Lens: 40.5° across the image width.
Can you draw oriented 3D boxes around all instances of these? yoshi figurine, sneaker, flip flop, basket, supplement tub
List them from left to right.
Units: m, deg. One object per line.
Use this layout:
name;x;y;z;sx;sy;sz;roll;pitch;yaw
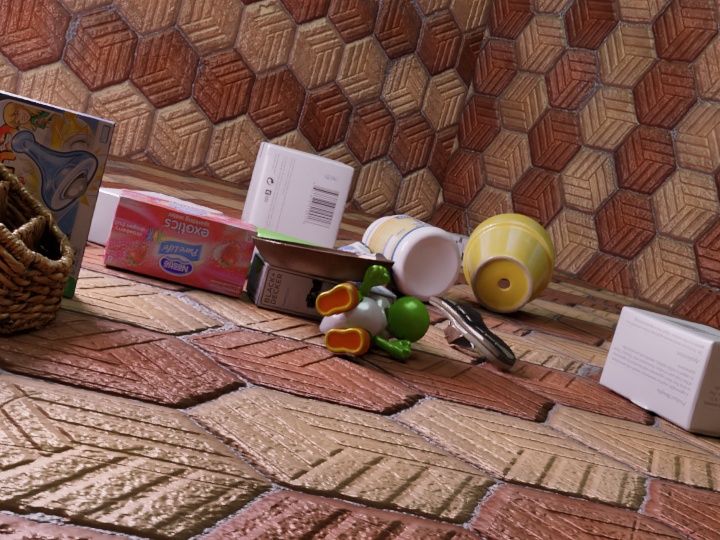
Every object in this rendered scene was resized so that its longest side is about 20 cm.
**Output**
basket;-0.347;-0.036;0.944;0.142;0.150;0.200;15;6;-9
sneaker;0.000;0.000;1.864;0.076;0.076;0.200;-11;17;-21
yoshi figurine;0.028;0.061;1.265;0.112;0.113;0.200;35;11;21
supplement tub;0.095;-0.030;1.932;0.144;0.146;0.200;12;8;-26
flip flop;0.160;0.097;1.470;0.081;0.058;0.200;16;20;-38

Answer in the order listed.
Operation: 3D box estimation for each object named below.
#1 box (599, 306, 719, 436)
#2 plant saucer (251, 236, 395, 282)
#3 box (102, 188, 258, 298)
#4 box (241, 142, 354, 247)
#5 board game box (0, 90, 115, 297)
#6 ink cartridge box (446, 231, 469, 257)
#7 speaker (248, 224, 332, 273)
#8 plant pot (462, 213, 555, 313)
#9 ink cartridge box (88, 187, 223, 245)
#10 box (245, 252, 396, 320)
box;0.502;0.154;1.441;0.199;0.132;0.199;13;7;-26
plant saucer;-0.053;-0.013;1.330;0.199;0.037;0.200;11;2;0
box;-0.255;-0.038;1.384;0.198;0.103;0.095;16;7;-14
box;-0.139;-0.157;2.126;0.198;0.201;0.131;14;6;-14
board game box;-0.360;-0.084;1.078;0.134;0.202;0.034;13;7;-13
ink cartridge box;0.342;-0.046;2.894;0.145;0.085;0.199;10;9;-45
speaker;-0.113;-0.013;1.577;0.198;0.089;0.088;16;7;4
plant pot;0.313;-0.001;2.090;0.199;0.202;0.189;16;23;7
ink cartridge box;-0.329;-0.073;1.563;0.143;0.084;0.200;17;8;16
box;-0.060;0.033;1.426;0.198;0.061;0.117;14;7;-16
